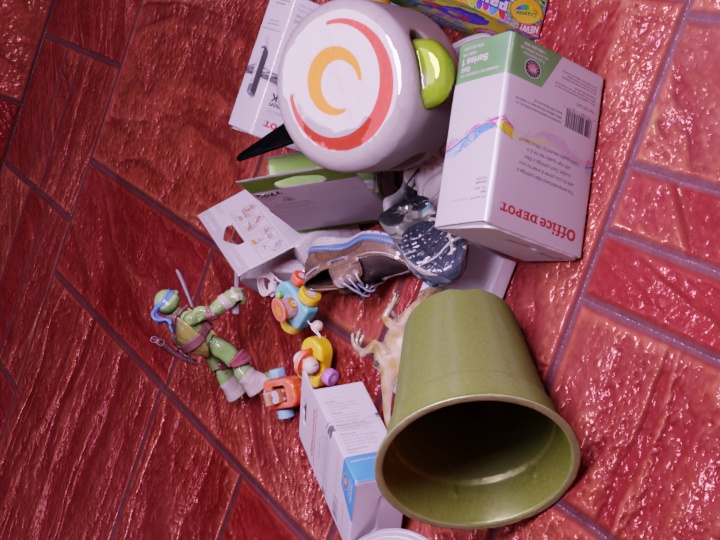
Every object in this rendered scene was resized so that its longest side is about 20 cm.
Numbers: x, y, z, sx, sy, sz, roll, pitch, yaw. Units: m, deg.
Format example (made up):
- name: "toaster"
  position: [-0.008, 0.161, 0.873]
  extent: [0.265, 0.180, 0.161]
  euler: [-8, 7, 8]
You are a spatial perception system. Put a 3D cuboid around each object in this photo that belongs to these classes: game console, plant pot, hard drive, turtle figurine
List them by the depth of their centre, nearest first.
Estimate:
- name: "plant pot"
  position: [0.110, 0.125, 1.231]
  extent: [0.200, 0.199, 0.191]
  euler: [-50, 26, 33]
- name: "hard drive"
  position: [0.100, 0.064, 1.394]
  extent: [0.132, 0.026, 0.202]
  euler: [32, 105, 58]
- name: "game console"
  position: [-0.028, -0.164, 1.541]
  extent: [0.199, 0.175, 0.117]
  euler: [-7, 60, 56]
- name: "turtle figurine"
  position: [-0.195, 0.077, 1.740]
  extent: [0.143, 0.195, 0.200]
  euler: [-31, 13, 22]

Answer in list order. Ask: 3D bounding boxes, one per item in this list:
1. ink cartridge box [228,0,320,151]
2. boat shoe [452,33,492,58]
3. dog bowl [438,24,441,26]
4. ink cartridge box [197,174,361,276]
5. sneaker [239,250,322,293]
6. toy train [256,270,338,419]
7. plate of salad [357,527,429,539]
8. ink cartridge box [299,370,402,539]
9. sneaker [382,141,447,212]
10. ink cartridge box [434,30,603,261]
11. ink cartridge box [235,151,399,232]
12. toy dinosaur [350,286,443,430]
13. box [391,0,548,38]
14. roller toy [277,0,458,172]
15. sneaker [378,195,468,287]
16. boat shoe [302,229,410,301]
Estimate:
- name: "ink cartridge box"
  position: [-0.081, -0.270, 1.714]
  extent: [0.084, 0.143, 0.202]
  euler: [31, 103, 57]
- name: "boat shoe"
  position: [0.093, -0.196, 1.429]
  extent: [0.201, 0.075, 0.065]
  euler: [-39, 39, -2]
- name: "dog bowl"
  position: [0.063, -0.380, 1.627]
  extent: [0.112, 0.049, 0.201]
  euler: [-47, 40, 37]
- name: "ink cartridge box"
  position: [-0.115, -0.065, 1.680]
  extent: [0.175, 0.045, 0.200]
  euler: [-31, 35, -7]
- name: "sneaker"
  position: [-0.101, -0.016, 1.716]
  extent: [0.199, 0.075, 0.089]
  euler: [0, 60, 56]
- name: "toy train"
  position: [-0.103, 0.101, 1.616]
  extent: [0.149, 0.055, 0.202]
  euler: [-7, 94, 45]
- name: "plate of salad"
  position: [0.040, 0.383, 1.322]
  extent: [0.199, 0.048, 0.202]
  euler: [-9, 74, 35]
- name: "ink cartridge box"
  position: [-0.012, 0.214, 1.430]
  extent: [0.201, 0.066, 0.117]
  euler: [-119, 27, -49]
- name: "sneaker"
  position: [0.101, -0.119, 1.425]
  extent: [0.201, 0.081, 0.075]
  euler: [-54, 35, 27]
- name: "ink cartridge box"
  position: [0.165, -0.122, 1.256]
  extent: [0.084, 0.144, 0.202]
  euler: [-4, 73, 51]
- name: "ink cartridge box"
  position: [-0.048, -0.118, 1.499]
  extent: [0.146, 0.200, 0.077]
  euler: [-7, 72, 18]
- name: "toy dinosaur"
  position: [0.034, 0.100, 1.405]
  extent: [0.101, 0.058, 0.202]
  euler: [20, 94, 57]
- name: "box"
  position: [0.120, -0.389, 1.398]
  extent: [0.122, 0.199, 0.195]
  euler: [13, 88, 57]
- name: "roller toy"
  position: [0.012, -0.201, 1.334]
  extent: [0.200, 0.139, 0.183]
  euler: [42, 115, 24]
- name: "sneaker"
  position: [0.086, -0.020, 1.342]
  extent: [0.077, 0.087, 0.200]
  euler: [-29, 22, -1]
- name: "boat shoe"
  position: [0.000, 0.000, 1.519]
  extent: [0.199, 0.072, 0.073]
  euler: [-5, 56, 54]
